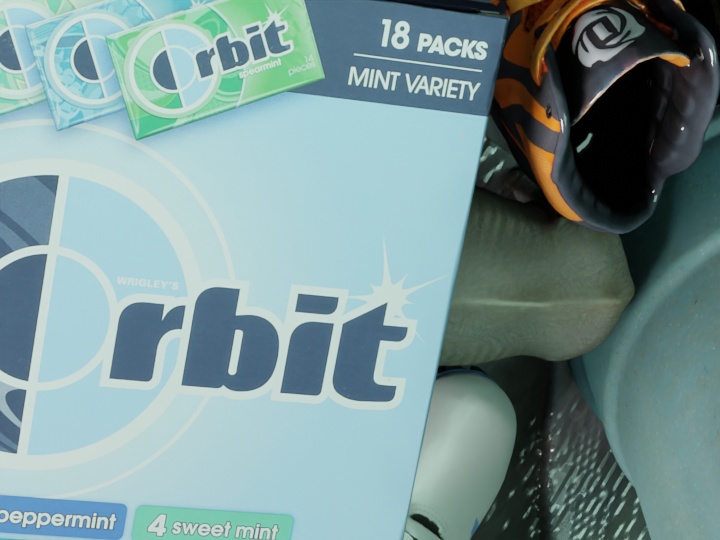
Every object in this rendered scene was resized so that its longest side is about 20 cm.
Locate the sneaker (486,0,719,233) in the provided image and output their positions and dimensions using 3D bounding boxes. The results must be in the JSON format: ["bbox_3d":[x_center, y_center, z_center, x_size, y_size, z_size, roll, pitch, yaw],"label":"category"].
[{"bbox_3d":[0.064,-0.102,0.702,0.077,0.112,0.201,-22,120,-5],"label":"sneaker"}]

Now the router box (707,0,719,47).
[{"bbox_3d":[0.178,-0.150,0.743,0.157,0.052,0.201,-14,90,-4],"label":"router box"}]

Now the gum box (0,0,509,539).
[{"bbox_3d":[-0.061,0.009,0.670,0.169,0.045,0.201,6,107,-17],"label":"gum box"}]

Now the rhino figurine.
[{"bbox_3d":[0.000,0.000,0.758,0.199,0.087,0.060,-2,111,-29],"label":"rhino figurine"}]

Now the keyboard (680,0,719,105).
[{"bbox_3d":[0.071,-0.095,0.796,0.200,0.040,0.104,25,107,-27],"label":"keyboard"}]

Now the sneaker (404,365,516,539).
[{"bbox_3d":[-0.006,0.123,0.816,0.072,0.072,0.200,38,88,-33],"label":"sneaker"}]

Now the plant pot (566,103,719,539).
[{"bbox_3d":[0.175,0.071,0.778,0.199,0.196,0.201,-2,131,-2],"label":"plant pot"}]
